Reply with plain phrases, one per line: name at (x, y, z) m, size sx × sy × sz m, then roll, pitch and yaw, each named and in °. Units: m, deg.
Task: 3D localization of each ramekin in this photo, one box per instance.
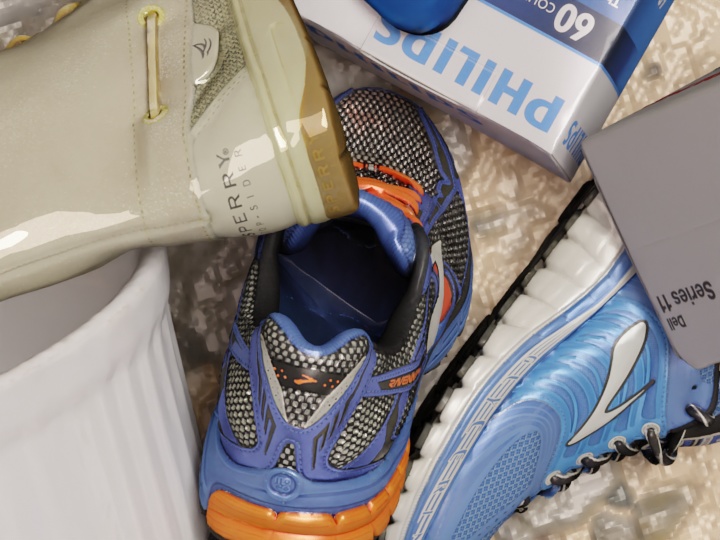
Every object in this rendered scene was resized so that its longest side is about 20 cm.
ramekin at (-0.141, 0.062, 0.859) m, size 0.200 × 0.200 × 0.098 m, roll -18°, pitch 109°, yaw -2°

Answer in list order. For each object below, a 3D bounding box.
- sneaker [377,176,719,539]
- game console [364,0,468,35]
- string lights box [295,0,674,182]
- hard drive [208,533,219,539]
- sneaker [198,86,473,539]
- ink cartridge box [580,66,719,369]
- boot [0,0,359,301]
sneaker at (0.077, 0.042, 0.928) m, size 0.089 × 0.079 × 0.200 m, roll 38°, pitch 89°, yaw -1°
game console at (0.021, -0.207, 0.903) m, size 0.171 × 0.118 × 0.200 m, roll -37°, pitch 72°, yaw -26°
string lights box at (0.071, -0.142, 0.922) m, size 0.103 × 0.059 × 0.200 m, roll 30°, pitch 90°, yaw 13°
hard drive at (-0.072, 0.187, 0.945) m, size 0.200 × 0.033 × 0.140 m, roll -41°, pitch 93°, yaw -2°
sneaker at (0.000, 0.000, 0.876) m, size 0.075 × 0.200 × 0.079 m, roll 10°, pitch 127°, yaw -1°
ink cartridge box at (0.188, -0.055, 0.866) m, size 0.200 × 0.147 × 0.083 m, roll -28°, pitch 93°, yaw -25°
boot at (-0.095, -0.056, 0.862) m, size 0.154 × 0.200 × 0.072 m, roll -20°, pitch 124°, yaw -4°
